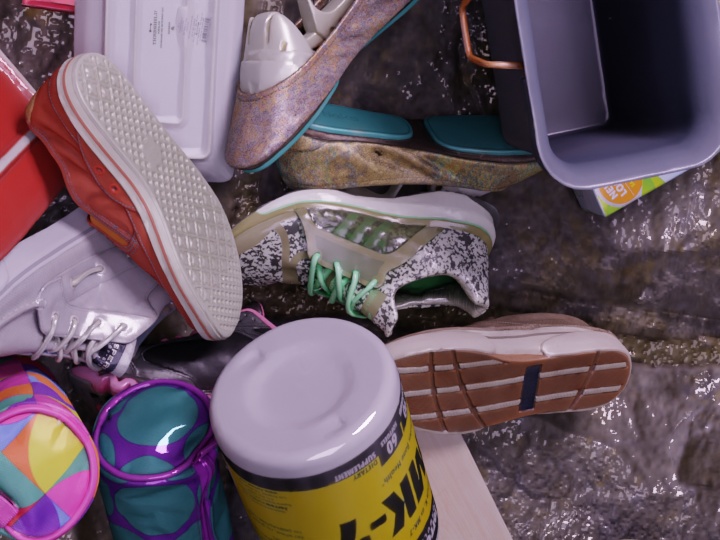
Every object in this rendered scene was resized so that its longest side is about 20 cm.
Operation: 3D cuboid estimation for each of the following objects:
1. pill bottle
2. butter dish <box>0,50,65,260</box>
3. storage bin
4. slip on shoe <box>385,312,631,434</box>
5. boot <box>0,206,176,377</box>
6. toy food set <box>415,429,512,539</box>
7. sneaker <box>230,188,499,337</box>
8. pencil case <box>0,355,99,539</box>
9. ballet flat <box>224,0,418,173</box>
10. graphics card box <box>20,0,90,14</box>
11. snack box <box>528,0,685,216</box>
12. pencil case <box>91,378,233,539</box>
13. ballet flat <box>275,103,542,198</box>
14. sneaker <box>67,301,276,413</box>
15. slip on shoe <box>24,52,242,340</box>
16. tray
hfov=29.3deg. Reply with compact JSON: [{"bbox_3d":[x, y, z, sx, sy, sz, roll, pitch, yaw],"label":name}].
[{"bbox_3d":[-0.013,0.137,0.847,0.113,0.115,0.201,-23,132,-7],"label":"pill bottle"},{"bbox_3d":[-0.294,-0.081,0.824,0.147,0.201,0.200,-33,107,20],"label":"butter dish"},{"bbox_3d":[0.125,-0.156,0.847,0.144,0.134,0.203,-12,97,-11],"label":"storage bin"},{"bbox_3d":[0.090,0.062,0.949,0.197,0.061,0.077,-5,123,-21],"label":"slip on shoe"},{"bbox_3d":[-0.179,0.029,0.844,0.096,0.200,0.074,45,130,0],"label":"boot"},{"bbox_3d":[0.021,0.180,0.981,0.142,0.060,0.202,-27,95,-6],"label":"toy food set"},{"bbox_3d":[0.000,0.000,0.909,0.197,0.089,0.077,-5,144,-4],"label":"sneaker"},{"bbox_3d":[-0.212,0.107,0.849,0.087,0.200,0.090,-1,93,-18],"label":"pencil case"},{"bbox_3d":[-0.034,-0.153,0.888,0.201,0.068,0.067,-52,126,-22],"label":"ballet flat"},{"bbox_3d":[-0.145,-0.261,0.874,0.124,0.051,0.203,5,99,-12],"label":"graphics card box"},{"bbox_3d":[0.180,-0.160,0.955,0.141,0.053,0.202,-28,102,-5],"label":"snack box"},{"bbox_3d":[-0.117,0.169,0.894,0.085,0.092,0.202,-43,140,-37],"label":"pencil case"},{"bbox_3d":[0.038,-0.074,0.940,0.197,0.071,0.072,3,98,-13],"label":"ballet flat"},{"bbox_3d":[-0.096,0.065,0.935,0.197,0.079,0.097,8,64,-3],"label":"sneaker"},{"bbox_3d":[-0.136,-0.040,0.856,0.061,0.074,0.201,-18,117,31],"label":"slip on shoe"},{"bbox_3d":[-0.125,-0.152,0.861,0.106,0.022,0.203,1,109,-12],"label":"tray"}]
